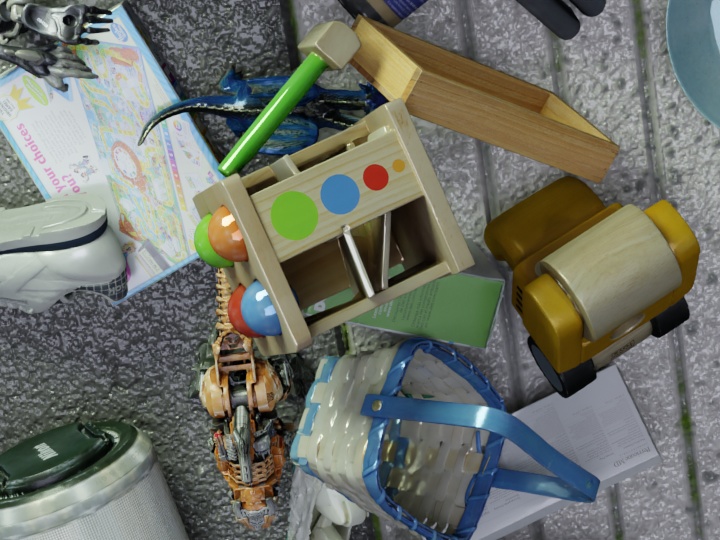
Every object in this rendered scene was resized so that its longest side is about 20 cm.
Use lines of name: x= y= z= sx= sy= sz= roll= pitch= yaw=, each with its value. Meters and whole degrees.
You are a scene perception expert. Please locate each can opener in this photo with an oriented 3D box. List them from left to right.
can opener: x=0.127 y=-0.211 z=1.373 sx=0.053 sy=0.200 sz=0.067 roll=-42 pitch=57 yaw=14

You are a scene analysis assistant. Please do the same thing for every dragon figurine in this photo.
dragon figurine: x=-0.063 y=-0.120 z=1.429 sx=0.199 sy=0.099 sz=0.059 roll=-4 pitch=105 yaw=-18

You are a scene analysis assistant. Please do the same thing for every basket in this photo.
basket: x=0.061 y=0.129 z=1.430 sx=0.199 sy=0.176 sz=0.140 roll=10 pitch=71 yaw=35

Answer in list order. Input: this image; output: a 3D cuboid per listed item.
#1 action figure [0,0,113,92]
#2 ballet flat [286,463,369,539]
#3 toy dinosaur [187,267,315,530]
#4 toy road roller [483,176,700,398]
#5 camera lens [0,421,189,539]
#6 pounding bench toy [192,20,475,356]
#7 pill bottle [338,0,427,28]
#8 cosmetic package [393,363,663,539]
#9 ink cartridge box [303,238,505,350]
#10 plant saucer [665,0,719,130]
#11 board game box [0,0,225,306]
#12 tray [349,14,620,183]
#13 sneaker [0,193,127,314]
action figure: x=-0.228 y=-0.192 z=1.394 sx=0.102 sy=0.200 sz=0.119 roll=14 pitch=87 yaw=-28
ballet flat: x=-0.023 y=0.209 z=1.546 sx=0.071 sy=0.072 sz=0.201 roll=11 pitch=109 yaw=-3
toy dinosaur: x=-0.085 y=0.095 z=1.482 sx=0.102 sy=0.136 sz=0.201 roll=14 pitch=105 yaw=-3
toy road roller: x=0.162 y=-0.007 z=1.430 sx=0.123 sy=0.200 sz=0.146 roll=-32 pitch=72 yaw=-7
camera lens: x=-0.214 y=0.231 z=1.507 sx=0.159 sy=0.160 sz=0.201 roll=-18 pitch=105 yaw=5
pounding bench toy: x=-0.044 y=-0.057 z=1.323 sx=0.156 sy=0.124 sz=0.201 roll=-25 pitch=92 yaw=-15
pill bottle: x=0.056 y=-0.273 z=1.393 sx=0.200 sy=0.112 sz=0.112 roll=-38 pitch=102 yaw=10
cosmetic package: x=0.135 y=0.158 z=1.529 sx=0.199 sy=0.051 sz=0.083 roll=-26 pitch=71 yaw=7
ink cartridge box: x=0.000 y=0.000 z=1.455 sx=0.199 sy=0.104 sz=0.060 roll=11 pitch=106 yaw=-15
plant saucer: x=0.330 y=-0.193 z=1.452 sx=0.200 sy=0.039 sz=0.202 roll=0 pitch=105 yaw=1
board game box: x=-0.188 y=-0.091 z=1.484 sx=0.134 sy=0.034 sz=0.200 roll=-29 pitch=104 yaw=8
tray: x=0.088 y=-0.123 z=1.394 sx=0.200 sy=0.099 sz=0.037 roll=17 pitch=110 yaw=-37
sneaker: x=-0.277 y=-0.002 z=1.476 sx=0.199 sy=0.076 sz=0.081 roll=-5 pitch=123 yaw=23
